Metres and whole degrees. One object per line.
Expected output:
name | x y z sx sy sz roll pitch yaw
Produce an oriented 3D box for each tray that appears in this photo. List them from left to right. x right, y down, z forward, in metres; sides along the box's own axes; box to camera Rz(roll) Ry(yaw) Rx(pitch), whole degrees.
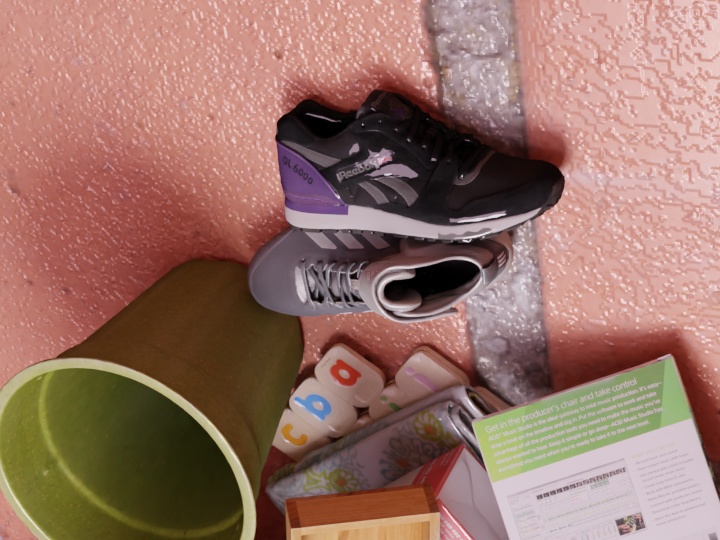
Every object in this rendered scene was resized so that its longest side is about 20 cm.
tray | 0.002 0.238 1.442 0.098 0.037 0.201 -6 123 -8

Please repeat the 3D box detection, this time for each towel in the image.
towel | 0.052 0.181 1.548 0.200 0.048 0.171 -29 106 35

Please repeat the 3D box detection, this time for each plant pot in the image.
plant pot | -0.128 0.092 1.492 0.199 0.190 0.201 12 126 17

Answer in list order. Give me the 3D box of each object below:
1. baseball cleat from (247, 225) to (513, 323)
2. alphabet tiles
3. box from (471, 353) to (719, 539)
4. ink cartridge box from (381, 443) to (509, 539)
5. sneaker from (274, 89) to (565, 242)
baseball cleat | 0.000 0.000 1.424 0.199 0.106 0.070 -11 104 25
alphabet tiles | 0.033 0.141 1.565 0.195 0.015 0.200 35 130 -4
box | 0.172 0.172 1.418 0.144 0.036 0.201 -18 85 6
ink cartridge box | 0.030 0.219 1.509 0.200 0.068 0.117 -32 104 37
sneaker | 0.032 -0.072 1.383 0.199 0.076 0.088 1 117 24
